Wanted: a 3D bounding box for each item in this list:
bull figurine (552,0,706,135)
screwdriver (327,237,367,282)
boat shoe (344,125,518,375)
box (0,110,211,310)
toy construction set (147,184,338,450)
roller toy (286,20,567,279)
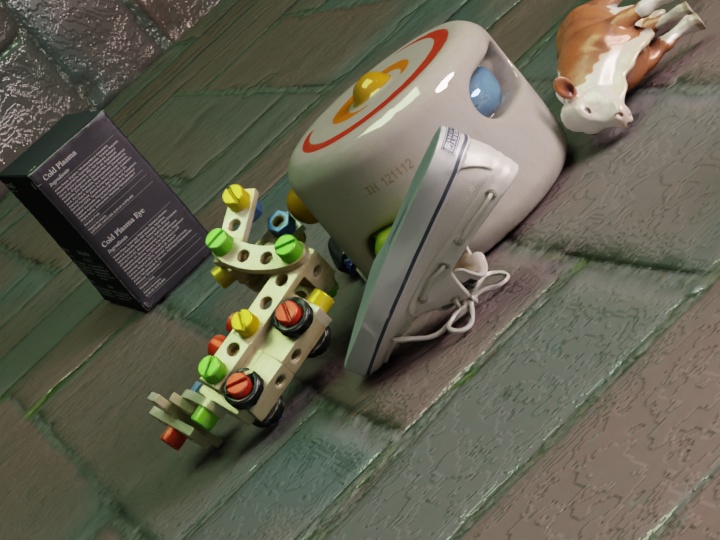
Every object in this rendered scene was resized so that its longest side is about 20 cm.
[{"bbox_3d":[0.190,-0.166,1.515,0.121,0.065,0.200,-34,18,11],"label":"bull figurine"},{"bbox_3d":[0.000,0.000,1.581,0.028,0.029,0.200,-41,14,1],"label":"screwdriver"},{"bbox_3d":[0.056,0.000,1.365,0.075,0.086,0.202,-76,8,-58],"label":"boat shoe"},{"bbox_3d":[-0.263,-0.063,2.111,0.104,0.182,0.200,-44,16,-12],"label":"box"},{"bbox_3d":[-0.089,0.046,1.497,0.131,0.092,0.200,27,92,36],"label":"toy construction set"},{"bbox_3d":[0.044,-0.088,1.503,0.182,0.140,0.200,-43,14,-12],"label":"roller toy"}]
